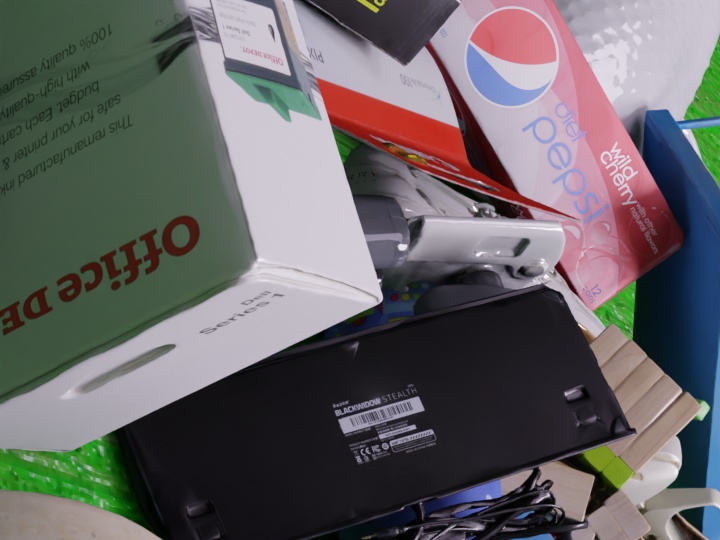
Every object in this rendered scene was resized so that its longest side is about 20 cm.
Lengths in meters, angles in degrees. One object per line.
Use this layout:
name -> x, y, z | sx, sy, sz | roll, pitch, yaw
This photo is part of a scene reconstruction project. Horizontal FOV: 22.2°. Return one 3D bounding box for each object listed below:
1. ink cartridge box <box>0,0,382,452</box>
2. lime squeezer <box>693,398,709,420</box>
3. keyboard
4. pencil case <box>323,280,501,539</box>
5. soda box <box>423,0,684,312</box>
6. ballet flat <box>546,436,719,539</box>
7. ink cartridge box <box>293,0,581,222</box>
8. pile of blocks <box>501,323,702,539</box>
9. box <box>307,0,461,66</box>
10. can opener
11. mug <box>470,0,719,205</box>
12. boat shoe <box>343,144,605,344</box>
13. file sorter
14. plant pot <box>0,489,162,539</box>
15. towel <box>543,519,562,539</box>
ink cartridge box -> -0.094, -0.054, 0.622 | 0.084, 0.146, 0.201 | 16, 53, -58
lime squeezer -> 0.137, 0.083, 0.985 | 0.071, 0.038, 0.200 | 53, -12, 15
keyboard -> 0.009, 0.076, 0.717 | 0.199, 0.040, 0.104 | -14, 65, -22
pencil case -> 0.026, 0.087, 0.787 | 0.087, 0.078, 0.201 | 43, 32, -46
soda box -> 0.084, -0.081, 0.935 | 0.200, 0.070, 0.063 | 58, -9, -14
ballet flat -> 0.144, 0.121, 0.929 | 0.200, 0.072, 0.068 | 49, 30, -25
ink cartridge box -> -0.003, -0.093, 0.816 | 0.200, 0.047, 0.160 | 32, 10, 30
pile of blocks -> 0.090, 0.126, 0.851 | 0.062, 0.082, 0.201 | 107, 4, -73
box -> -0.065, -0.196, 0.822 | 0.193, 0.048, 0.200 | 26, 23, -35
can opener -> 0.000, 0.000, 0.749 | 0.199, 0.053, 0.067 | 5, 53, -25
mug -> 0.135, -0.097, 1.074 | 0.200, 0.147, 0.176 | 50, 42, -17
boat shoe -> 0.064, 0.002, 0.896 | 0.200, 0.071, 0.070 | 38, 40, -36
file sorter -> 0.226, 0.028, 0.997 | 0.139, 0.122, 0.201 | -106, -168, -57
plant pot -> -0.087, 0.161, 0.417 | 0.200, 0.200, 0.184 | 40, 22, -38
towel -> 0.068, 0.087, 0.928 | 0.144, 0.022, 0.201 | 28, 43, -48
